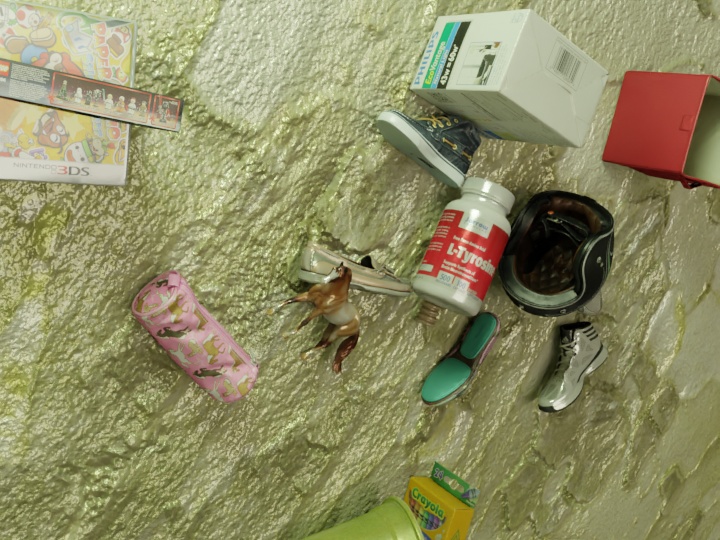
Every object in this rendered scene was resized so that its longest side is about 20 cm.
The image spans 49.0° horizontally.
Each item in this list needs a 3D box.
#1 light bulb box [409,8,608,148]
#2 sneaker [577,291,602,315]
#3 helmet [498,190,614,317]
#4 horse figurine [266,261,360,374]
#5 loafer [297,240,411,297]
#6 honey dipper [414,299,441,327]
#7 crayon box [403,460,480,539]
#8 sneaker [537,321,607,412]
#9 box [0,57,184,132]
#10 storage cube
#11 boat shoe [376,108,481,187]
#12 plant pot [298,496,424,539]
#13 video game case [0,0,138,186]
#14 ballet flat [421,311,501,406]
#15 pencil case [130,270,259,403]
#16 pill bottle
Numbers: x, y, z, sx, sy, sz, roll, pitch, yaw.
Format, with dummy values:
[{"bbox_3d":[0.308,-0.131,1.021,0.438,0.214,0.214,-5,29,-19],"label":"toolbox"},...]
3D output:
[{"bbox_3d":[0.220,-0.283,1.181,0.198,0.200,0.125,23,89,-37],"label":"light bulb box"},{"bbox_3d":[0.419,0.007,1.478,0.078,0.082,0.200,-37,122,-20],"label":"sneaker"},{"bbox_3d":[0.331,-0.020,1.345,0.200,0.200,0.191,-12,131,-31],"label":"helmet"},{"bbox_3d":[-0.048,0.072,1.160,0.132,0.050,0.200,-34,138,-3],"label":"horse figurine"},{"bbox_3d":[0.000,0.000,1.197,0.200,0.072,0.063,9,91,-33],"label":"loafer"},{"bbox_3d":[0.138,-0.006,1.311,0.038,0.038,0.201,18,90,-37],"label":"honey dipper"},{"bbox_3d":[0.122,0.449,1.375,0.051,0.126,0.201,14,95,-36],"label":"crayon box"},{"bbox_3d":[0.391,0.174,1.525,0.200,0.076,0.116,-43,115,-26],"label":"sneaker"},{"bbox_3d":[-0.310,-0.190,0.853,0.200,0.137,0.040,6,98,-35],"label":"box"},{"bbox_3d":[0.585,-0.257,1.455,0.171,0.180,0.201,8,100,-36],"label":"storage cube"},{"bbox_3d":[0.107,-0.212,1.211,0.200,0.071,0.091,32,83,-43],"label":"boat shoe"},{"bbox_3d":[-0.010,0.482,1.271,0.184,0.200,0.201,-6,107,-21],"label":"plant pot"},{"bbox_3d":[-0.356,-0.201,0.917,0.182,0.023,0.201,-1,104,-35],"label":"video game case"},{"bbox_3d":[0.184,0.164,1.378,0.200,0.069,0.071,-53,145,-11],"label":"ballet flat"},{"bbox_3d":[-0.219,0.091,1.061,0.087,0.083,0.200,-46,123,-14],"label":"pencil case"},{"bbox_3d":[0.168,-0.038,1.243,0.112,0.112,0.201,28,81,-37],"label":"pill bottle"}]
